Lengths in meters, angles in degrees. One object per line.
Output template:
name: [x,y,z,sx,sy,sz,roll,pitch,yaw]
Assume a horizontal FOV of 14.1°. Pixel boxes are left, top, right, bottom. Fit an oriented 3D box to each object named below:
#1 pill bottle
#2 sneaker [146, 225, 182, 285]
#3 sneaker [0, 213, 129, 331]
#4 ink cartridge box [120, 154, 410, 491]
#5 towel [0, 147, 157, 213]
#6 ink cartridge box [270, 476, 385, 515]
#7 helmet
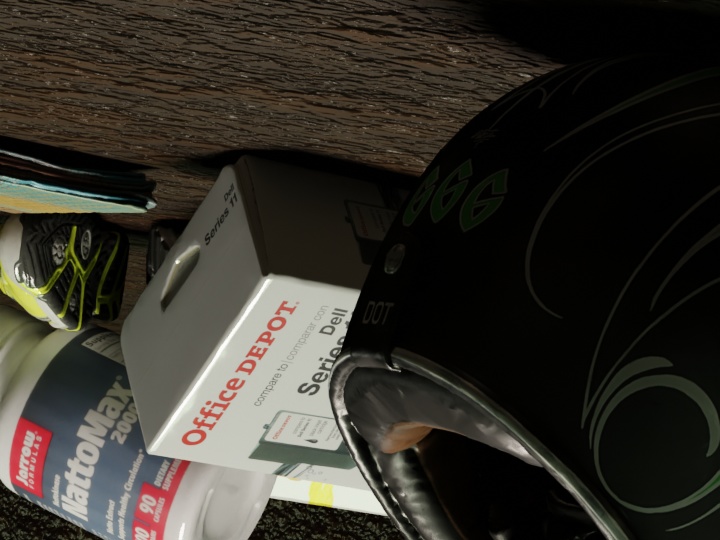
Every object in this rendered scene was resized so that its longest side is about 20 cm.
pill bottle: [-0.161,0.101,1.816,0.200,0.120,0.120,24,180,21]
sneaker: [-0.088,0.012,1.803,0.090,0.078,0.200,2,-179,-4]
sneaker: [-0.197,-0.001,1.774,0.076,0.075,0.200,7,173,8]
ink cartridge box: [0.001,0.034,1.453,0.200,0.083,0.147,11,133,-27]
towel: [-0.213,-0.053,1.557,0.147,0.022,0.200,12,175,-27]
ink cartridge box: [0.004,0.084,1.920,0.200,0.083,0.145,8,-141,6]
helmet: [0.105,0.022,0.986,0.200,0.191,0.200,37,156,19]
